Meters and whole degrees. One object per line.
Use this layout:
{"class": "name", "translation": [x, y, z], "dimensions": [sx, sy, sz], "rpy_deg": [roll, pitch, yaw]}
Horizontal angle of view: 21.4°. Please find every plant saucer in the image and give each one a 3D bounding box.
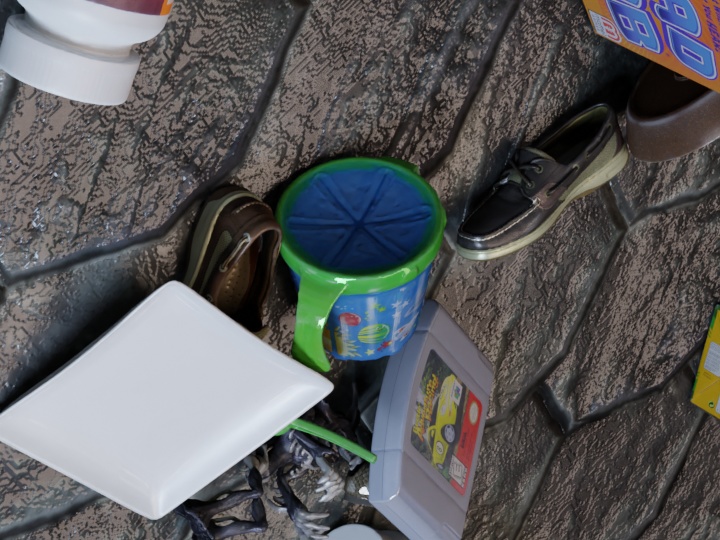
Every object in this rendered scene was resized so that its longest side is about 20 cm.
{"class": "plant saucer", "translation": [0.309, -0.179, 1.692], "dimensions": [0.200, 0.200, 0.034], "rpy_deg": [-47, 109, -10]}

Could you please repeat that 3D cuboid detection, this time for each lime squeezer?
{"class": "lime squeezer", "translation": [-0.088, 0.135, 1.572], "dimensions": [0.199, 0.071, 0.038], "rpy_deg": [-7, 140, 5]}

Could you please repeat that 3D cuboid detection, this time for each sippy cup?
{"class": "sippy cup", "translation": [0.000, 0.000, 1.549], "dimensions": [0.177, 0.140, 0.131], "rpy_deg": [-24, 141, -19]}

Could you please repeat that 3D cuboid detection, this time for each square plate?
{"class": "square plate", "translation": [-0.154, 0.100, 1.479], "dimensions": [0.200, 0.028, 0.198], "rpy_deg": [-37, 134, 17]}

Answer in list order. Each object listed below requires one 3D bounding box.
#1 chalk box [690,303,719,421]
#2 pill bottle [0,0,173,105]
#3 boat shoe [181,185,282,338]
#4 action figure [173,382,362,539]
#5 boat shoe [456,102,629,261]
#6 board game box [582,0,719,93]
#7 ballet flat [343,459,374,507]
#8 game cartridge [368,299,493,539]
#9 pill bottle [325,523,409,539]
{"class": "chalk box", "translation": [0.478, 0.099, 2.065], "dimensions": [0.200, 0.124, 0.124], "rpy_deg": [-13, 124, -39]}
{"class": "pill bottle", "translation": [-0.168, -0.218, 1.254], "dimensions": [0.109, 0.109, 0.200], "rpy_deg": [3, 113, -44]}
{"class": "boat shoe", "translation": [-0.110, 0.039, 1.502], "dimensions": [0.075, 0.075, 0.203], "rpy_deg": [-7, 120, -41]}
{"class": "action figure", "translation": [-0.058, 0.181, 1.625], "dimensions": [0.200, 0.102, 0.119], "rpy_deg": [-33, 149, -23]}
{"class": "boat shoe", "translation": [0.156, -0.082, 1.687], "dimensions": [0.201, 0.072, 0.066], "rpy_deg": [-35, 126, -25]}
{"class": "board game box", "translation": [0.303, -0.296, 1.582], "dimensions": [0.200, 0.200, 0.200], "rpy_deg": [-44, 137, -13]}
{"class": "ballet flat", "translation": [0.044, 0.185, 1.732], "dimensions": [0.200, 0.067, 0.047], "rpy_deg": [5, 93, -61]}
{"class": "game cartridge", "translation": [0.062, 0.134, 1.679], "dimensions": [0.133, 0.041, 0.200], "rpy_deg": [43, 49, -42]}
{"class": "pill bottle", "translation": [0.040, 0.310, 1.793], "dimensions": [0.114, 0.114, 0.200], "rpy_deg": [-55, 140, 0]}
